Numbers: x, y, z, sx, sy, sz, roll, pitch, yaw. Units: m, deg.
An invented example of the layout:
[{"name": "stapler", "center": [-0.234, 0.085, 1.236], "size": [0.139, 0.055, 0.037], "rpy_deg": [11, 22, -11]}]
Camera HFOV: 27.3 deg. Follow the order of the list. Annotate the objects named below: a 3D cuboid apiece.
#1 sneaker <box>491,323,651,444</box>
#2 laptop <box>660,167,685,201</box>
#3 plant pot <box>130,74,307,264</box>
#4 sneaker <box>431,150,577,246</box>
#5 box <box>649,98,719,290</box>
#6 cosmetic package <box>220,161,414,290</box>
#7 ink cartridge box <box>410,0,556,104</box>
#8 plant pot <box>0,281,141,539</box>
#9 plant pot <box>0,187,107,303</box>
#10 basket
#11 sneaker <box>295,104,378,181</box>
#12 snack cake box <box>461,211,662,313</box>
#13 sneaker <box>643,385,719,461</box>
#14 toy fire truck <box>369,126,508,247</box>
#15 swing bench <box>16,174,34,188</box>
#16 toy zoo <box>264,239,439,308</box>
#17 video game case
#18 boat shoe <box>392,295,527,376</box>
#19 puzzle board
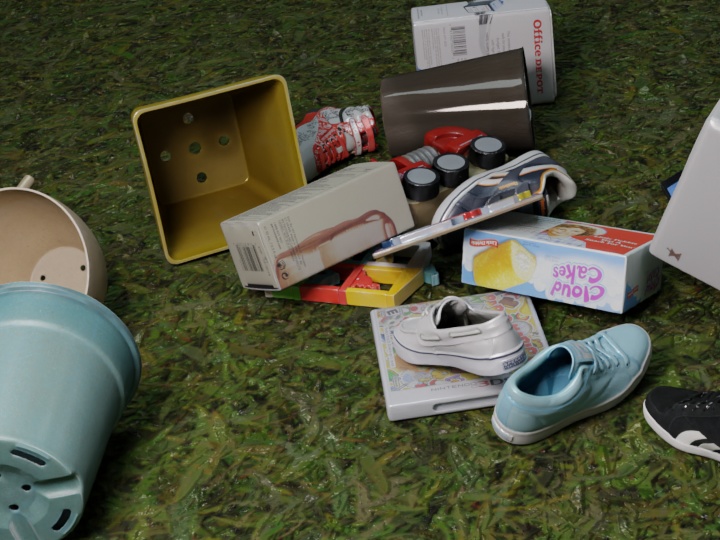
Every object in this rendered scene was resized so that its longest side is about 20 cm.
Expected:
[{"name": "sneaker", "center": [0.219, 0.099, 1.463], "size": [0.200, 0.082, 0.074], "rpy_deg": [-31, 61, -27]}, {"name": "laptop", "center": [0.474, -0.062, 1.685], "size": [0.177, 0.104, 0.200], "rpy_deg": [-29, 35, -33]}, {"name": "plant pot", "center": [-0.196, -0.147, 1.933], "size": [0.199, 0.201, 0.176], "rpy_deg": [-16, 19, -15]}, {"name": "sneaker", "center": [0.180, -0.081, 1.821], "size": [0.200, 0.079, 0.079], "rpy_deg": [-32, 47, -25]}, {"name": "box", "center": [0.444, -0.086, 1.555], "size": [0.199, 0.200, 0.171], "rpy_deg": [30, 49, 14]}, {"name": "cosmetic package", "center": [-0.050, -0.054, 1.754], "size": [0.199, 0.088, 0.103], "rpy_deg": [-26, 14, -27]}, {"name": "ink cartridge box", "center": [0.180, -0.317, 2.176], "size": [0.199, 0.147, 0.086], "rpy_deg": [-7, 27, 1]}, {"name": "plant pot", "center": [-0.324, 0.148, 1.432], "size": [0.199, 0.201, 0.197], "rpy_deg": [-5, 36, 5]}, {"name": "plant pot", "center": [-0.372, 0.013, 1.709], "size": [0.199, 0.201, 0.134], "rpy_deg": [2, -5, 17]}, {"name": "basket", "center": [0.134, -0.222, 2.039], "size": [0.199, 0.137, 0.181], "rpy_deg": [-8, 27, 8]}, {"name": "sneaker", "center": [-0.036, -0.178, 2.062], "size": [0.107, 0.068, 0.202], "rpy_deg": [-3, 26, 15]}, {"name": "snack cake box", "center": [0.227, -0.012, 1.668], "size": [0.199, 0.068, 0.115], "rpy_deg": [11, 17, 31]}, {"name": "sneaker", "center": [0.344, 0.122, 1.374], "size": [0.073, 0.112, 0.200], "rpy_deg": [-24, 32, -29]}, {"name": "toy fire truck", "center": [0.067, -0.118, 1.899], "size": [0.176, 0.129, 0.200], "rpy_deg": [-27, 44, -31]}, {"name": "swing bench", "center": [-0.528, -0.032, 1.866], "size": [0.198, 0.130, 0.200], "rpy_deg": [14, 41, 33]}, {"name": "toy zoo", "center": [0.000, 0.000, 1.778], "size": [0.199, 0.021, 0.131], "rpy_deg": [5, 31, 23]}, {"name": "video game case", "center": [0.109, 0.086, 1.593], "size": [0.181, 0.023, 0.200], "rpy_deg": [-8, 28, -1]}, {"name": "boat shoe", "center": [0.096, 0.058, 1.517], "size": [0.073, 0.066, 0.200], "rpy_deg": [-28, 18, -31]}, {"name": "puzzle board", "center": [0.110, -0.055, 1.700], "size": [0.199, 0.017, 0.151], "rpy_deg": [-20, 0, 4]}]
